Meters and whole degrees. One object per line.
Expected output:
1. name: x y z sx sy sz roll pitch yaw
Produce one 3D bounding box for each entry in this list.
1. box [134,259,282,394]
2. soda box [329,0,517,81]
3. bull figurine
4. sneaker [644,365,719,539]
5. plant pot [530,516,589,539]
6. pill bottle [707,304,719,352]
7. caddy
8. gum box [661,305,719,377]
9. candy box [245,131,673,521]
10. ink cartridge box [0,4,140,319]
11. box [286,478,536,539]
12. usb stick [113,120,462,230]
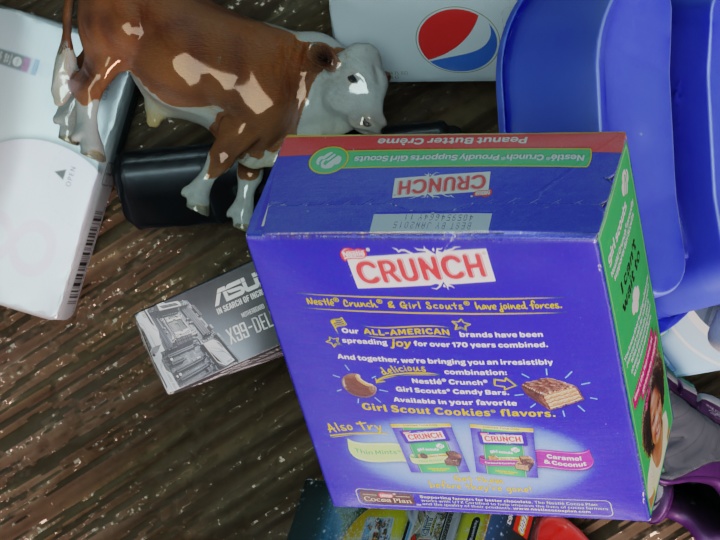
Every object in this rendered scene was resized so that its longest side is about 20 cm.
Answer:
1. box: 0.000 0.000 1.465 0.200 0.158 0.050 -24 87 21
2. soda box: 0.086 -0.147 1.502 0.199 0.068 0.064 0 134 11
3. bull figurine: -0.079 -0.096 1.495 0.200 0.065 0.122 27 93 16
4. sneaker: 0.136 0.082 1.460 0.200 0.088 0.074 28 124 -23
5. plant pot: 0.064 0.253 1.472 0.177 0.200 0.201 -26 87 17
6. pill bottle: 0.272 -0.025 1.427 0.112 0.112 0.200 28 94 6
7. caddy: 0.139 -0.064 1.395 0.141 0.105 0.201 0 86 -32
8. gum box: 0.211 -0.034 1.513 0.199 0.045 0.170 -11 89 7
9. candy box: 0.053 0.028 1.319 0.169 0.200 0.077 2 48 16
10. ink cartridge box: -0.237 -0.076 1.571 0.199 0.057 0.163 17 93 2
11. box: 0.004 0.204 1.401 0.136 0.038 0.200 -3 60 43
12. usb stick: -0.040 -0.054 1.544 0.199 0.056 0.033 -5 47 8
